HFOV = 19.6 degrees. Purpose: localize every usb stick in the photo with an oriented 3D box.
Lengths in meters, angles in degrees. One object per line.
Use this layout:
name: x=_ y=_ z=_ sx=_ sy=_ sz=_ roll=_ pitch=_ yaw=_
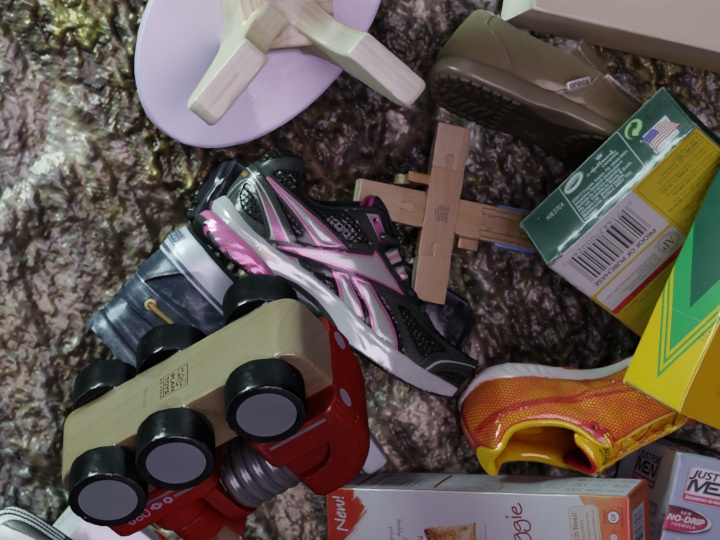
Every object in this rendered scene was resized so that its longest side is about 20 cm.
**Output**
usb stick: x=-0.017 y=-0.003 z=1.334 sx=0.200 sy=0.033 sz=0.056 roll=31 pitch=81 yaw=-14

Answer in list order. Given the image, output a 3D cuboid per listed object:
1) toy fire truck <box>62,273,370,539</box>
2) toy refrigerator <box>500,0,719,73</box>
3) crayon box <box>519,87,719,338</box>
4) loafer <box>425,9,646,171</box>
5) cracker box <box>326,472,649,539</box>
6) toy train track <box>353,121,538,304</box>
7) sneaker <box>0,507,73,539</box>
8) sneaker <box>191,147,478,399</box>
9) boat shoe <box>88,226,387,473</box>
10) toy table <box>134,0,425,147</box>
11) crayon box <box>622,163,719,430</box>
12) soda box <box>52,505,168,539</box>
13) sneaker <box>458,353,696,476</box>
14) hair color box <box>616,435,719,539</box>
toy fire truck: x=-0.058 y=0.131 z=1.249 sx=0.176 sy=0.129 sz=0.200 roll=-29 pitch=129 yaw=19
toy refrigerator: x=0.198 y=-0.179 z=1.351 sx=0.200 sy=0.070 sz=0.076 roll=10 pitch=86 yaw=-14
crayon box: x=0.210 y=-0.014 z=1.332 sx=0.127 sy=0.051 sz=0.200 roll=-44 pitch=131 yaw=12
loafer: x=0.139 y=-0.110 z=1.336 sx=0.200 sy=0.076 sz=0.068 roll=23 pitch=71 yaw=-22
cracker box: x=0.081 y=0.199 z=1.313 sx=0.200 sy=0.058 sz=0.134 roll=-1 pitch=96 yaw=21
toy train track: x=0.086 y=-0.028 z=1.358 sx=0.200 sy=0.033 sz=0.115 roll=11 pitch=84 yaw=-20
sneaker: x=-0.161 y=0.238 z=1.240 sx=0.200 sy=0.075 sz=0.116 roll=35 pitch=88 yaw=-4
sneaker: x=0.000 y=0.000 z=1.280 sx=0.200 sy=0.080 sz=0.086 roll=37 pitch=88 yaw=-16
boat shoe: x=-0.077 y=0.072 z=1.314 sx=0.091 sy=0.071 sz=0.200 roll=-42 pitch=100 yaw=2
toy table: x=-0.049 y=-0.161 z=1.269 sx=0.184 sy=0.117 sz=0.200 roll=28 pitch=87 yaw=-14
crayon box: x=0.275 y=0.027 z=1.297 sx=0.200 sy=0.058 sz=0.173 roll=22 pitch=92 yaw=-40
soda box: x=-0.113 y=0.222 z=1.316 sx=0.200 sy=0.064 sz=0.068 roll=41 pitch=86 yaw=-14
sneaker: x=0.163 y=0.096 z=1.333 sx=0.200 sy=0.073 sz=0.077 roll=-9 pitch=54 yaw=-10
hair color box: x=0.196 y=0.213 z=1.368 sx=0.061 sy=0.099 sz=0.200 roll=12 pitch=92 yaw=-14
